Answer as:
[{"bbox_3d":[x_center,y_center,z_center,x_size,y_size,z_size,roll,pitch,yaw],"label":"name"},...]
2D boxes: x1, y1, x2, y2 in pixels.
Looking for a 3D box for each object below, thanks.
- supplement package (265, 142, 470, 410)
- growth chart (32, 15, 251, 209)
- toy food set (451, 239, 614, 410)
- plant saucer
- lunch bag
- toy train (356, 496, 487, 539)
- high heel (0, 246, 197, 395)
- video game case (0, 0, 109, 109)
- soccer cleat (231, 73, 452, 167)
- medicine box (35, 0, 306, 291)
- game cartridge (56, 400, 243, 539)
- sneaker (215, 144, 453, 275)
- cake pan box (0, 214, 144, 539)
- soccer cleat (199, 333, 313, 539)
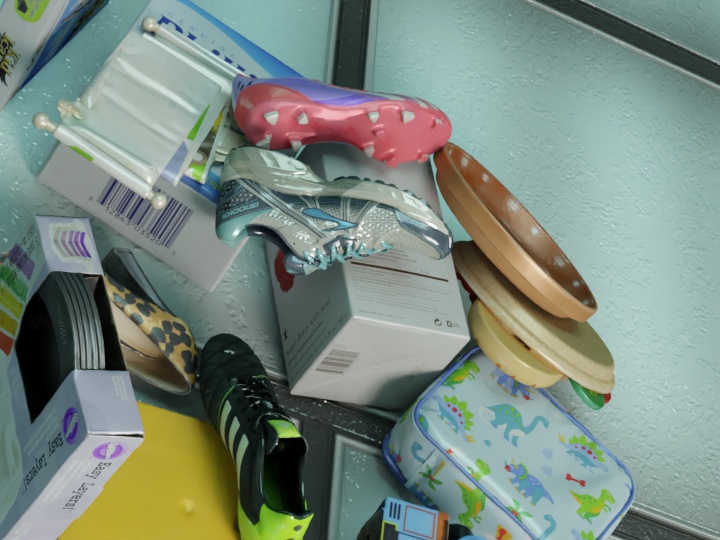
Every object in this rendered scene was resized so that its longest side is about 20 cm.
[{"bbox_3d":[0.000,0.000,1.720,0.119,0.121,0.201,10,50,-28],"label":"supplement package"},{"bbox_3d":[-0.164,-0.132,1.644,0.144,0.018,0.200,38,44,-2],"label":"growth chart"},{"bbox_3d":[0.151,0.049,1.769,0.197,0.049,0.200,29,18,-39],"label":"toy food set"},{"bbox_3d":[0.132,-0.030,1.756,0.200,0.032,0.200,46,12,-12],"label":"plant saucer"},{"bbox_3d":[0.129,0.170,1.698,0.200,0.083,0.161,43,44,5],"label":"lunch bag"},{"bbox_3d":[0.045,0.279,1.556,0.113,0.087,0.201,16,49,-10],"label":"toy train"},{"bbox_3d":[-0.220,0.045,1.567,0.199,0.072,0.143,-5,52,-47],"label":"high heel"},{"bbox_3d":[-0.247,-0.254,1.718,0.045,0.181,0.200,37,43,-3],"label":"video game case"},{"bbox_3d":[-0.015,-0.135,1.691,0.198,0.067,0.077,0,42,-26],"label":"soccer cleat"},{"bbox_3d":[-0.152,-0.118,1.729,0.181,0.103,0.201,33,44,-7],"label":"medicine box"},{"bbox_3d":[-0.140,0.192,1.538,0.198,0.032,0.177,18,47,-18],"label":"game cartridge"},{"bbox_3d":[-0.024,-0.030,1.613,0.198,0.078,0.087,15,73,4],"label":"sneaker"},{"bbox_3d":[-0.231,0.086,1.437,0.052,0.200,0.186,2,57,-36],"label":"cake pan box"},{"bbox_3d":[-0.076,0.127,1.551,0.067,0.081,0.201,3,54,-31],"label":"soccer cleat"}]
